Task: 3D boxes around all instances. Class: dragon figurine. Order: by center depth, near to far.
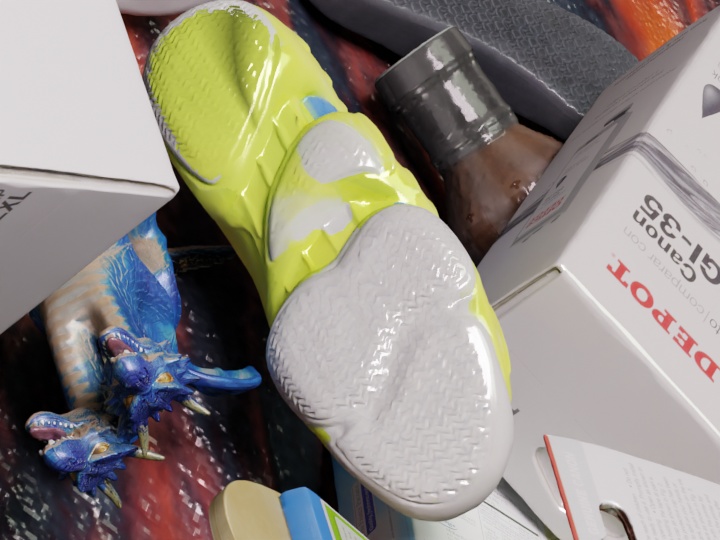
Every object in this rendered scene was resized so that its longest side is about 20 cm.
[{"bbox_3d":[-0.071,0.025,0.861,0.100,0.059,0.200,61,7,11],"label":"dragon figurine"}]

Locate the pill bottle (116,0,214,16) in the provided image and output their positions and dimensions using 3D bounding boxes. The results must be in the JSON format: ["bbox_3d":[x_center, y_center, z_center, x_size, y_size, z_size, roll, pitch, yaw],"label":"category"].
[{"bbox_3d":[-0.073,-0.200,1.009,0.113,0.113,0.201,33,40,-26],"label":"pill bottle"}]

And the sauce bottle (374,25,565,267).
[{"bbox_3d":[0.079,-0.005,1.061,0.201,0.065,0.065,56,36,0],"label":"sauce bottle"}]

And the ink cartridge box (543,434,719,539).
[{"bbox_3d":[0.140,0.124,0.806,0.199,0.051,0.109,18,30,-20],"label":"ink cartridge box"}]

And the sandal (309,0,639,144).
[{"bbox_3d":[0.055,-0.087,1.131,0.199,0.043,0.076,28,35,-17],"label":"sandal"}]

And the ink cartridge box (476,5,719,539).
[{"bbox_3d":[0.127,0.016,0.983,0.147,0.083,0.200,47,41,-8],"label":"ink cartridge box"}]

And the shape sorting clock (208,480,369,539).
[{"bbox_3d":[0.025,0.139,0.764,0.200,0.039,0.200,43,7,-6],"label":"shape sorting clock"}]

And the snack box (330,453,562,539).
[{"bbox_3d":[0.078,0.127,0.955,0.200,0.037,0.116,34,25,-26],"label":"snack box"}]

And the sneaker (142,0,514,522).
[{"bbox_3d":[0.000,0.000,0.918,0.201,0.075,0.105,63,6,20],"label":"sneaker"}]

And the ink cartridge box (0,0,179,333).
[{"bbox_3d":[-0.152,-0.077,0.792,0.083,0.145,0.201,5,58,-47],"label":"ink cartridge box"}]
